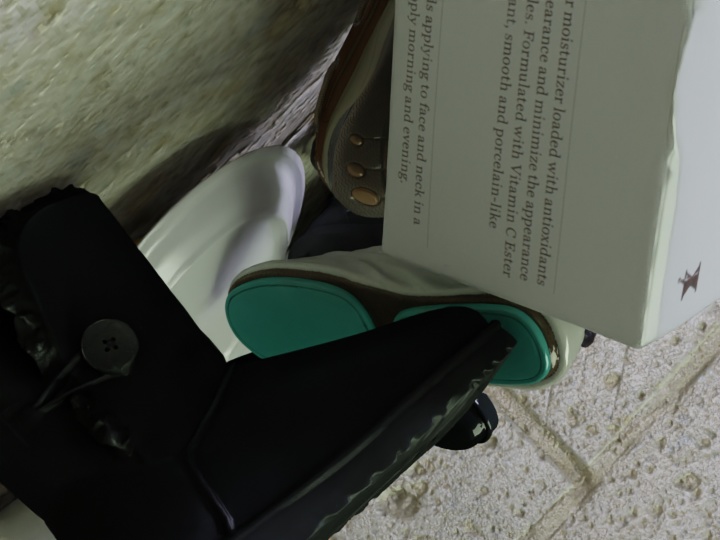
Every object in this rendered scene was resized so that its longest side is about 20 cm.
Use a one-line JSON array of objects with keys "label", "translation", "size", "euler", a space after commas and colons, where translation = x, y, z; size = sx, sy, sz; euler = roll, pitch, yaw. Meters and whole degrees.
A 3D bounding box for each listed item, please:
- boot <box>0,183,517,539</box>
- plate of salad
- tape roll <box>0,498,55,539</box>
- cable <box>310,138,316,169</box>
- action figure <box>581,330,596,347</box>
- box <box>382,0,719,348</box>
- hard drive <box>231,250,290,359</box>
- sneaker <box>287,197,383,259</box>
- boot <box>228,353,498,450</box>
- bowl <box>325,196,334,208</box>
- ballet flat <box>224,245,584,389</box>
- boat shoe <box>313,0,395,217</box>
[{"label": "boot", "translation": [-0.057, 0.028, 0.513], "size": [0.199, 0.168, 0.077], "euler": [-36, 168, -25]}, {"label": "plate of salad", "translation": [-0.098, 0.018, 0.678], "size": [0.201, 0.048, 0.201], "euler": [-50, 165, -19]}, {"label": "tape roll", "translation": [-0.139, 0.210, 0.830], "size": [0.139, 0.203, 0.203], "euler": [-35, 166, -45]}, {"label": "cable", "translation": [0.040, -0.065, 0.802], "size": [0.097, 0.051, 0.200], "euler": [-41, 152, 10]}, {"label": "action figure", "translation": [0.052, 0.026, 0.875], "size": [0.197, 0.070, 0.130], "euler": [-1, 162, -31]}, {"label": "box", "translation": [0.119, -0.107, 0.551], "size": [0.199, 0.130, 0.202], "euler": [-25, 126, -46]}, {"label": "hard drive", "translation": [0.000, 0.000, 0.877], "size": [0.198, 0.027, 0.132], "euler": [-20, 165, -23]}, {"label": "sneaker", "translation": [0.053, -0.022, 0.685], "size": [0.076, 0.198, 0.080], "euler": [60, 44, -38]}, {"label": "boot", "translation": [-0.021, 0.103, 0.955], "size": [0.163, 0.197, 0.074], "euler": [-48, 171, -31]}, {"label": "bowl", "translation": [0.046, -0.073, 0.971], "size": [0.201, 0.039, 0.201], "euler": [-45, 171, -9]}, {"label": "ballet flat", "translation": [0.024, 0.017, 0.624], "size": [0.198, 0.070, 0.069], "euler": [1, -152, 42]}, {"label": "boat shoe", "translation": [0.033, -0.124, 0.634], "size": [0.201, 0.075, 0.072], "euler": [-57, -152, 3]}]
